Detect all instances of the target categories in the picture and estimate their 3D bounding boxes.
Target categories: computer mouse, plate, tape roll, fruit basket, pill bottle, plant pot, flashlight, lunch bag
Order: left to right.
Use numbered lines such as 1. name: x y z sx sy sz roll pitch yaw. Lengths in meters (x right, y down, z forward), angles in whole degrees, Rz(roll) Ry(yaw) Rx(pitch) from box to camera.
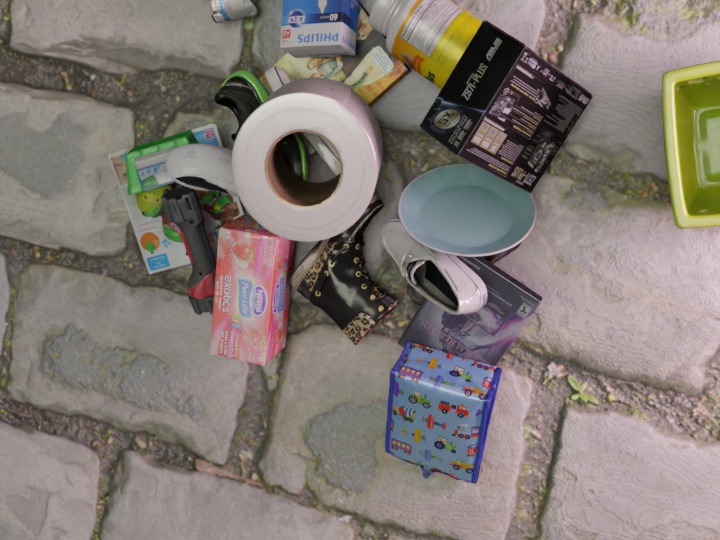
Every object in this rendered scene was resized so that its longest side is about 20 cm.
1. fruit basket: -0.282 -0.108 1.628 0.182 0.094 0.204 -13 101 9
2. flashlight: -0.256 -0.032 1.604 0.066 0.068 0.203 -17 118 -3
3. computer mouse: -0.191 -0.147 1.559 0.196 0.044 0.112 10 60 -21
4. tape roll: -0.070 -0.156 1.451 0.198 0.139 0.207 2 109 5
5. lunch bag: 0.114 0.229 1.549 0.148 0.094 0.203 15 120 14
6. pill bottle: 0.112 -0.328 1.488 0.199 0.109 0.110 37 104 10
7. plate: 0.151 -0.081 1.480 0.196 0.202 0.026 10 135 14
8. plant pot: 0.496 -0.167 1.359 0.196 0.181 0.203 -5 94 16

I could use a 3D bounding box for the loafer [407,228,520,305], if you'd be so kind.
1. loafer: 0.146 -0.014 1.528 0.199 0.072 0.073 -38 86 16

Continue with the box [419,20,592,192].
1. box: 0.201 -0.217 1.420 0.086 0.198 0.165 42 106 37

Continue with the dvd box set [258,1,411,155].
1. dvd box set: -0.042 -0.294 1.575 0.199 0.029 0.147 -38 85 15

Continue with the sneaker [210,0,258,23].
1. sneaker: -0.182 -0.480 1.584 0.085 0.075 0.204 0 101 5

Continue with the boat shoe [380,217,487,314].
1. boat shoe: 0.090 -0.008 1.463 0.199 0.065 0.075 36 124 33

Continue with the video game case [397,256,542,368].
1. video game case: 0.155 0.074 1.519 0.142 0.019 0.202 33 124 5

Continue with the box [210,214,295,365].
1. box: -0.163 0.028 1.593 0.093 0.103 0.204 10 105 14

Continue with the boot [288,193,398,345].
1. boot: 0.000 0.000 1.571 0.151 0.073 0.200 46 107 7

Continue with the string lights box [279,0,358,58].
1. string lights box: -0.056 -0.419 1.529 0.101 0.059 0.204 2 85 22

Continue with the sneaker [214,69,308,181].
1. sneaker: -0.147 -0.202 1.565 0.083 0.077 0.201 -36 82 -14

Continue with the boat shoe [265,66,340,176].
1. boat shoe: -0.060 -0.226 1.534 0.065 0.072 0.201 -37 93 11
